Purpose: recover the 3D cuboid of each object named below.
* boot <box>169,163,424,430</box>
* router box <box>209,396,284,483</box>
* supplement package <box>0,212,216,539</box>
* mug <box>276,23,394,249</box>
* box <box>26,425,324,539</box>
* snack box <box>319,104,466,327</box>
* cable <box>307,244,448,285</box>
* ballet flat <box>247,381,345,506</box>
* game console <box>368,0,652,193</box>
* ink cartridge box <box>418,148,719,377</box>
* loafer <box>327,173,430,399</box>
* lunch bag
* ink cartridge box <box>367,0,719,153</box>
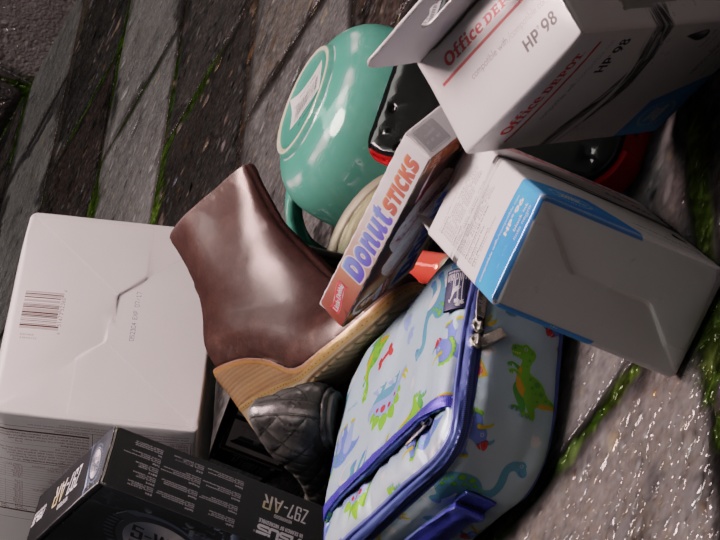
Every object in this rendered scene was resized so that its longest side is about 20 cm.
[{"bbox_3d":[-0.048,0.001,1.754,0.200,0.072,0.167,-38,69,43],"label":"boot"},{"bbox_3d":[-0.061,0.074,1.968,0.200,0.052,0.158,131,160,-81],"label":"router box"},{"bbox_3d":[-0.181,0.101,1.899,0.200,0.146,0.192,97,179,-46],"label":"supplement package"},{"bbox_3d":[0.001,-0.090,1.946,0.186,0.114,0.152,-68,16,-3],"label":"mug"},{"bbox_3d":[-0.107,0.182,1.774,0.160,0.199,0.044,-40,31,56],"label":"box"},{"bbox_3d":[0.029,-0.040,1.581,0.072,0.024,0.200,-40,-12,-32],"label":"snack box"},{"bbox_3d":[0.000,0.000,1.785,0.199,0.050,0.098,19,89,34],"label":"cable"},{"bbox_3d":[-0.032,0.120,1.760,0.200,0.057,0.067,75,-158,-64],"label":"ballet flat"},{"bbox_3d":[0.110,-0.144,1.619,0.176,0.031,0.201,11,74,31],"label":"game console"},{"bbox_3d":[0.112,-0.016,1.475,0.068,0.116,0.200,-65,16,9],"label":"ink cartridge box"},{"bbox_3d":[0.008,0.028,1.850,0.068,0.076,0.201,15,80,45],"label":"loafer"},{"bbox_3d":[0.049,0.094,1.606,0.200,0.082,0.161,133,152,-54],"label":"lunch bag"},{"bbox_3d":[0.115,-0.126,1.458,0.116,0.199,0.067,-47,63,42],"label":"ink cartridge box"}]
